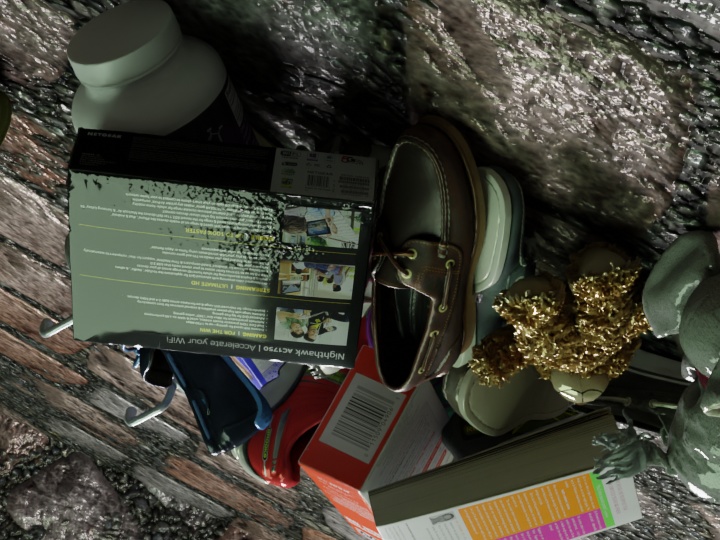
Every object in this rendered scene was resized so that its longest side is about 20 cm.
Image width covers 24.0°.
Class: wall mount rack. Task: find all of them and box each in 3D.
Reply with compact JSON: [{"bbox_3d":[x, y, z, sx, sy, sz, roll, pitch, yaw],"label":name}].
[{"bbox_3d":[-0.203,0.033,1.487,0.074,0.174,0.200,-26,118,28],"label":"wall mount rack"}]

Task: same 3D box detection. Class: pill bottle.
[{"bbox_3d":[-0.129,-0.083,1.177,0.112,0.113,0.201,12,138,39],"label":"pill bottle"}]

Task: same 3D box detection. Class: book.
[{"bbox_3d":[0.118,0.189,1.334,0.198,0.048,0.134,-18,143,4],"label":"book"}]

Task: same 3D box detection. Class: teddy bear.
[{"bbox_3d":[0.150,0.044,1.186,0.200,0.144,0.067,105,144,-62],"label":"teddy bear"}]

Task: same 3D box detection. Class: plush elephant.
[{"bbox_3d":[0.248,0.060,1.058,0.198,0.165,0.156,-2,128,-15],"label":"plush elephant"}]

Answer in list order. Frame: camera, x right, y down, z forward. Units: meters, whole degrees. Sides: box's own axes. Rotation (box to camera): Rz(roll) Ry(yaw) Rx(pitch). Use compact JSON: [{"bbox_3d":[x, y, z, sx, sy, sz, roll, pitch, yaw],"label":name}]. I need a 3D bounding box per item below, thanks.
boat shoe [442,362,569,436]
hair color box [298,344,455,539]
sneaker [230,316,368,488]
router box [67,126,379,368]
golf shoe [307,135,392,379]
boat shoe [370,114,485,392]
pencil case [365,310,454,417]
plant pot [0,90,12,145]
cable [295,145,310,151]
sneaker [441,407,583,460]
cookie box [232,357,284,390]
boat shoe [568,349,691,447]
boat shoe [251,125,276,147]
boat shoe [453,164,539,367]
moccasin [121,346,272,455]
[{"bbox_3d":[0.112,0.083,1.338,0.059,0.072,0.199,26,-166,29],"label":"boat shoe"},{"bbox_3d":[0.023,0.155,1.402,0.063,0.112,0.200,23,162,24],"label":"hair color box"},{"bbox_3d":[-0.023,0.104,1.451,0.085,0.200,0.077,34,168,24],"label":"sneaker"},{"bbox_3d":[-0.093,-0.013,1.124,0.198,0.051,0.150,6,130,-1],"label":"router box"},{"bbox_3d":[0.000,0.000,1.212,0.087,0.078,0.201,5,128,-4],"label":"golf shoe"},{"bbox_3d":[0.040,-0.005,1.139,0.070,0.070,0.202,27,135,38],"label":"boat shoe"},{"bbox_3d":[0.070,0.080,1.451,0.092,0.085,0.200,35,170,32],"label":"pencil case"},{"bbox_3d":[-0.422,-0.151,1.391,0.199,0.201,0.191,8,143,46],"label":"plant pot"},{"bbox_3d":[0.023,-0.023,1.260,0.199,0.051,0.097,30,142,-2],"label":"cable"},{"bbox_3d":[0.146,0.132,1.432,0.085,0.075,0.199,43,-151,26],"label":"sneaker"},{"bbox_3d":[-0.126,0.005,1.458,0.171,0.075,0.200,43,170,27],"label":"cookie box"},{"bbox_3d":[0.256,0.112,1.302,0.199,0.064,0.071,16,159,33],"label":"boat shoe"},{"bbox_3d":[-0.091,-0.066,1.297,0.199,0.065,0.073,35,159,-31],"label":"boat shoe"},{"bbox_3d":[0.091,-0.009,1.194,0.073,0.061,0.201,53,153,29],"label":"boat shoe"},{"bbox_3d":[-0.153,0.065,1.361,0.200,0.068,0.081,46,175,34],"label":"moccasin"}]
